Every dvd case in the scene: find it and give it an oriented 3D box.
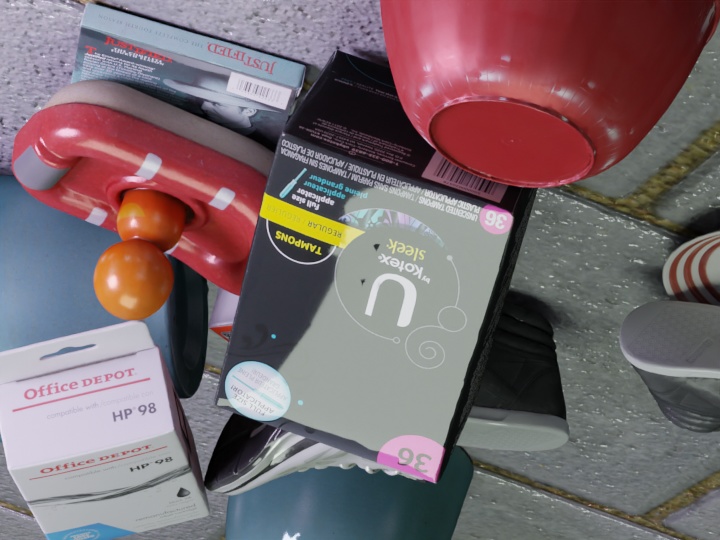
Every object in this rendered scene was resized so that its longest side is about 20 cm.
[{"bbox_3d":[-0.121,-0.101,1.746,0.146,0.022,0.200,16,156,-3],"label":"dvd case"}]

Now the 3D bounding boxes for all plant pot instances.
[{"bbox_3d":[-0.209,0.024,1.872,0.187,0.201,0.200,-3,152,9],"label":"plant pot"},{"bbox_3d":[-0.022,0.218,2.192,0.200,0.161,0.201,12,156,6],"label":"plant pot"}]

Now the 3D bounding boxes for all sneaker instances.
[{"bbox_3d":[0.278,0.075,1.796,0.199,0.071,0.099,11,158,22],"label":"sneaker"},{"bbox_3d":[-0.016,0.125,1.808,0.115,0.076,0.200,33,141,-21],"label":"sneaker"},{"bbox_3d":[0.051,0.064,1.884,0.199,0.099,0.071,9,155,-15],"label":"sneaker"}]

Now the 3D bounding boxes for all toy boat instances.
[{"bbox_3d":[-0.134,-0.028,1.724,0.200,0.131,0.130,22,155,-17],"label":"toy boat"}]

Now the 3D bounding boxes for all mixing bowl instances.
[{"bbox_3d":[0.096,-0.116,1.497,0.200,0.109,0.200,11,156,5],"label":"mixing bowl"}]

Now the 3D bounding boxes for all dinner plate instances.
[{"bbox_3d":[0.299,0.012,1.755,0.200,0.024,0.200,12,154,6],"label":"dinner plate"}]

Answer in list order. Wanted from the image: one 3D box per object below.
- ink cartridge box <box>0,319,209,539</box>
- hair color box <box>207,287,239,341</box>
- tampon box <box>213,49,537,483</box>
[{"bbox_3d":[-0.176,0.114,1.789,0.115,0.067,0.200,-14,154,0],"label":"ink cartridge box"},{"bbox_3d":[0.000,0.000,1.797,0.200,0.102,0.061,-5,150,38],"label":"hair color box"},{"bbox_3d":[0.014,-0.002,1.622,0.149,0.126,0.200,18,121,7],"label":"tampon box"}]
